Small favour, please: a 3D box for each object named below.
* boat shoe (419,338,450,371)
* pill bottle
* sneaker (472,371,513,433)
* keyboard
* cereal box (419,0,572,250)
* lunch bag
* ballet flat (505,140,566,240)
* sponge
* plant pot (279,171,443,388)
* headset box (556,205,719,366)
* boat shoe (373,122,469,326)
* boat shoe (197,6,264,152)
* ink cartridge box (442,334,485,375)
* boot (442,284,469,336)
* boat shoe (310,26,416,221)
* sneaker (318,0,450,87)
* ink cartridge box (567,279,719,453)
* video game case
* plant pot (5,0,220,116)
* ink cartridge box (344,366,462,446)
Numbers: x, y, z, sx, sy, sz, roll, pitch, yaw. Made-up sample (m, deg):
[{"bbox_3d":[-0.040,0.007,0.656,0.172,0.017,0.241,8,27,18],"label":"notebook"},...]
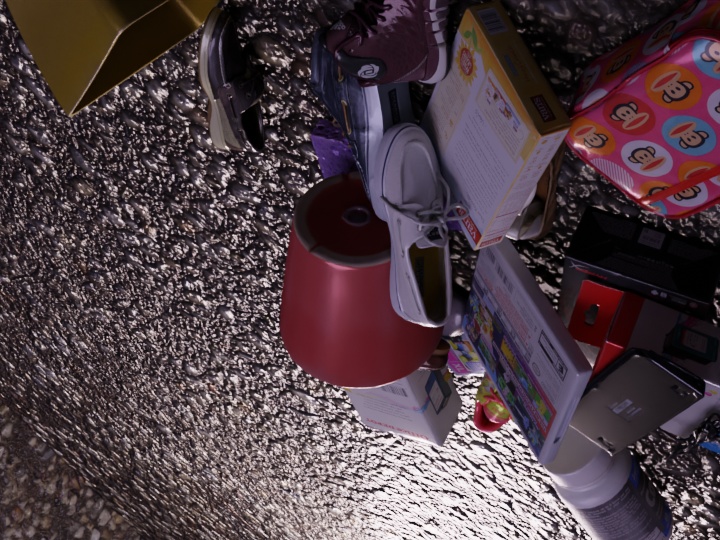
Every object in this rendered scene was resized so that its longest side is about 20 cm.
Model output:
[{"bbox_3d":[0.031,0.102,1.297,0.199,0.070,0.071,16,102,41],"label":"boat shoe"},{"bbox_3d":[0.331,0.295,1.340,0.113,0.114,0.200,-5,133,47],"label":"pill bottle"},{"bbox_3d":[0.186,0.141,1.202,0.078,0.091,0.201,29,149,8],"label":"sneaker"},{"bbox_3d":[0.281,0.141,0.974,0.127,0.021,0.200,35,153,5],"label":"keyboard"},{"bbox_3d":[0.117,-0.129,0.931,0.200,0.039,0.145,112,137,-61],"label":"cereal box"},{"bbox_3d":[0.283,-0.123,0.819,0.176,0.082,0.200,36,152,-14],"label":"lunch bag"},{"bbox_3d":[0.166,-0.077,0.998,0.067,0.073,0.201,21,149,12],"label":"ballet flat"},{"bbox_3d":[0.044,-0.105,1.118,0.198,0.030,0.112,15,147,26],"label":"sponge"},{"bbox_3d":[0.000,0.000,1.113,0.199,0.201,0.178,21,143,20],"label":"plant pot"},{"bbox_3d":[0.287,0.042,1.051,0.147,0.075,0.201,20,148,18],"label":"headset box"},{"bbox_3d":[0.063,-0.040,0.968,0.086,0.074,0.205,22,118,60],"label":"boat shoe"},{"bbox_3d":[-0.137,-0.209,1.111,0.064,0.074,0.201,15,151,8],"label":"boat shoe"},{"bbox_3d":[0.165,0.083,1.267,0.199,0.042,0.119,-11,129,49],"label":"ink cartridge box"},{"bbox_3d":[0.032,0.053,1.235,0.199,0.131,0.071,3,99,45],"label":"boot"},{"bbox_3d":[0.005,-0.152,1.017,0.090,0.071,0.202,15,121,39],"label":"boat shoe"},{"bbox_3d":[0.016,-0.232,0.860,0.114,0.076,0.201,-15,140,-5],"label":"sneaker"},{"bbox_3d":[0.296,0.096,0.981,0.198,0.068,0.117,22,148,15],"label":"ink cartridge box"},{"bbox_3d":[0.174,0.082,1.077,0.183,0.023,0.201,96,152,-51],"label":"video game case"},{"bbox_3d":[-0.244,-0.303,0.960,0.177,0.200,0.200,50,148,-7],"label":"plant pot"},{"bbox_3d":[0.048,0.153,1.431,0.144,0.088,0.201,11,142,34],"label":"ink cartridge box"}]
